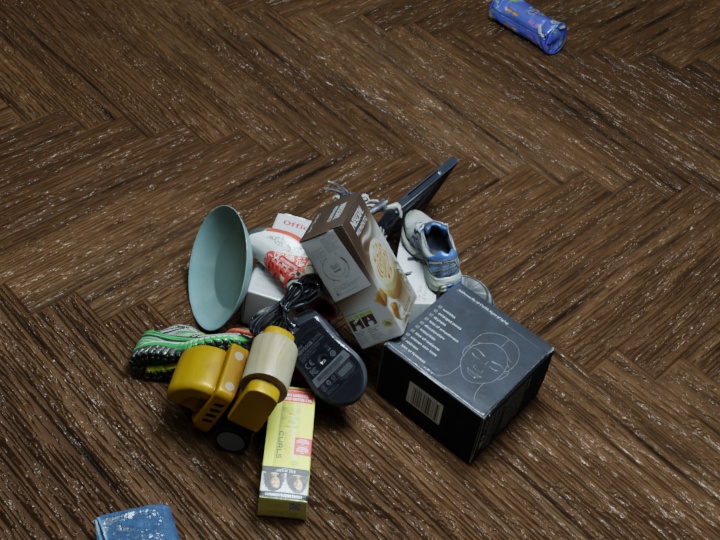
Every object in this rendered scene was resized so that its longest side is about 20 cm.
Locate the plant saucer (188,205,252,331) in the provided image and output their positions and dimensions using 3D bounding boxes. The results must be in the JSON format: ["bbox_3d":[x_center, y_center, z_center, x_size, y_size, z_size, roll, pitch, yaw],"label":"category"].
[{"bbox_3d":[-0.218,-0.003,1.730,0.038,0.202,0.202,8,40,-35],"label":"plant saucer"}]

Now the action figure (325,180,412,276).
[{"bbox_3d":[0.015,-0.065,1.777,0.101,0.119,0.202,-20,78,-23],"label":"action figure"}]

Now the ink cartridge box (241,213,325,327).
[{"bbox_3d":[-0.102,0.013,1.798,0.145,0.086,0.201,17,44,3],"label":"ink cartridge box"}]

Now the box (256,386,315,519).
[{"bbox_3d":[-0.107,0.265,1.576,0.074,0.051,0.202,7,44,-3],"label":"box"}]

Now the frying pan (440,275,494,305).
[{"bbox_3d":[0.145,0.041,1.861,0.187,0.031,0.116,11,43,-3],"label":"frying pan"}]

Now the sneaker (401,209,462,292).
[{"bbox_3d":[0.124,-0.055,1.811,0.076,0.086,0.201,-14,40,-13],"label":"sneaker"}]

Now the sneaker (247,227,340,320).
[{"bbox_3d":[-0.107,0.008,1.696,0.199,0.068,0.109,23,44,4],"label":"sneaker"}]

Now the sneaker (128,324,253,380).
[{"bbox_3d":[-0.258,0.114,1.662,0.196,0.079,0.086,-1,40,5],"label":"sneaker"}]

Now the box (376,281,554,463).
[{"bbox_3d":[0.163,0.155,1.681,0.199,0.125,0.196,35,51,24],"label":"box"}]

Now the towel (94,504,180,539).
[{"bbox_3d":[-0.283,0.404,1.410,0.110,0.049,0.201,-9,48,-19],"label":"towel"}]

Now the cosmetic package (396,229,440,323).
[{"bbox_3d":[0.100,0.008,1.845,0.081,0.051,0.201,-1,39,11],"label":"cosmetic package"}]

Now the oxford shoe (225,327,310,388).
[{"bbox_3d":[-0.121,0.133,1.703,0.197,0.072,0.073,20,26,3],"label":"oxford shoe"}]

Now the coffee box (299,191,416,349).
[{"bbox_3d":[0.000,0.000,1.638,0.079,0.202,0.115,-20,23,25],"label":"coffee box"}]

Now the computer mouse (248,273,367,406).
[{"bbox_3d":[-0.063,0.117,1.630,0.138,0.053,0.201,-38,86,-1],"label":"computer mouse"}]

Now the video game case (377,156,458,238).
[{"bbox_3d":[0.087,-0.115,1.920,0.019,0.143,0.200,43,52,7],"label":"video game case"}]

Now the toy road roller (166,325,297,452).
[{"bbox_3d":[-0.193,0.160,1.561,0.144,0.200,0.124,27,43,-14],"label":"toy road roller"}]

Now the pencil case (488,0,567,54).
[{"bbox_3d":[0.385,-0.575,2.468,0.199,0.079,0.086,40,29,27],"label":"pencil case"}]
